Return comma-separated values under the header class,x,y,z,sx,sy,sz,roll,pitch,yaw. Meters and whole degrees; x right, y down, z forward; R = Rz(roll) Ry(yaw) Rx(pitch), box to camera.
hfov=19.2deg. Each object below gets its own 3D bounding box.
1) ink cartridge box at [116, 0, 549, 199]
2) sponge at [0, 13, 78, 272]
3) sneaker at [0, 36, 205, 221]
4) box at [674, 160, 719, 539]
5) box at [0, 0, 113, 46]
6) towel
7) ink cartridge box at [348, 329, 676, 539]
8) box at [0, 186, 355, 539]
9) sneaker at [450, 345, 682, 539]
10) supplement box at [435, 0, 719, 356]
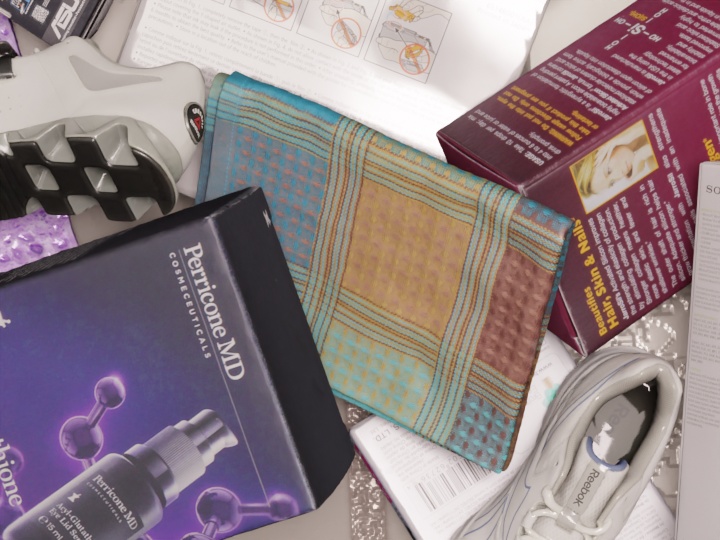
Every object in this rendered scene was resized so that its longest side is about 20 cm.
class,x,y,z,sx,sy,sz,roll,pitch,yaw
ink cartridge box,-0.019,-0.106,1.098,0.199,0.045,0.177,22,96,1
sponge,-0.225,-0.079,1.114,0.111,0.030,0.201,-17,82,-5
sneaker,-0.166,-0.076,1.063,0.199,0.074,0.089,6,51,20
box,0.219,0.044,1.044,0.144,0.036,0.201,-4,102,-39
box,-0.160,-0.231,1.051,0.161,0.049,0.200,31,116,-4
towel,0.000,0.000,1.039,0.199,0.022,0.147,25,122,23
ink cartridge box,0.095,0.135,1.087,0.119,0.042,0.201,-32,81,-7
box,-0.122,0.062,1.019,0.199,0.104,0.149,-19,96,13
sneaker,0.093,0.120,1.027,0.074,0.087,0.201,28,81,2
supplement box,0.153,-0.066,1.066,0.200,0.086,0.111,-33,125,-12
